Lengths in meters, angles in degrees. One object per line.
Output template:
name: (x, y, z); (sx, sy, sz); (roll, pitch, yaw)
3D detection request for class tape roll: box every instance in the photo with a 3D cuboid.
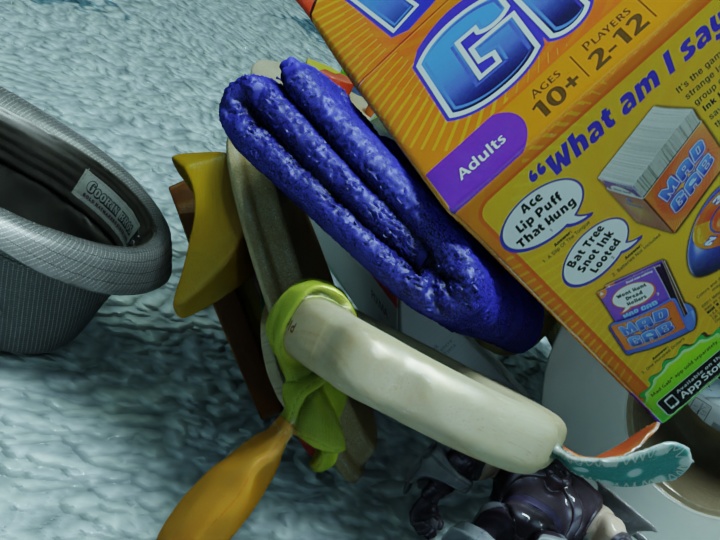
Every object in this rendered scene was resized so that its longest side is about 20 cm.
tape roll: (0.213, 0.066, 0.821); (0.202, 0.204, 0.139); (29, 19, 14)

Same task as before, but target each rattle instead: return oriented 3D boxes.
rattle: (0.034, 0.097, 0.629); (0.199, 0.144, 0.130); (29, -17, -35)

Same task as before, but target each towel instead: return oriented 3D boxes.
towel: (0.022, -0.027, 0.683); (0.147, 0.050, 0.200); (42, 5, 15)

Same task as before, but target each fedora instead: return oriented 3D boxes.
fedora: (-0.195, -0.027, 0.737); (0.199, 0.091, 0.177); (28, 18, -24)

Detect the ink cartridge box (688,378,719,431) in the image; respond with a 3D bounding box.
ink cartridge box: (0.266, 0.088, 1.069); (0.159, 0.048, 0.199); (32, 22, 24)

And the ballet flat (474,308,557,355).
ballet flat: (0.132, -0.033, 0.850); (0.068, 0.063, 0.200); (34, 64, 6)

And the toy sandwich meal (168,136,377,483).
toy sandwich meal: (-0.051, 0.020, 0.750); (0.070, 0.207, 0.205); (-19, 22, 3)

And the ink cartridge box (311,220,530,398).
ink cartridge box: (0.000, 0.000, 0.863); (0.200, 0.050, 0.161); (41, 7, -35)

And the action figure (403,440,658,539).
action figure: (0.076, 0.128, 0.702); (0.129, 0.070, 0.200); (21, 13, 13)

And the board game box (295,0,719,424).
board game box: (0.125, -0.097, 0.688); (0.200, 0.200, 0.200); (41, 11, -43)

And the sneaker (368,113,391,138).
sneaker: (0.004, -0.060, 0.993); (0.074, 0.199, 0.081); (55, 27, -21)

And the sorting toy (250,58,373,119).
sorting toy: (0.012, -0.165, 1.464); (0.184, 0.037, 0.199); (33, 20, 23)

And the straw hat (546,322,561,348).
straw hat: (0.092, -0.004, 0.979); (0.084, 0.203, 0.201); (-10, 20, 2)
